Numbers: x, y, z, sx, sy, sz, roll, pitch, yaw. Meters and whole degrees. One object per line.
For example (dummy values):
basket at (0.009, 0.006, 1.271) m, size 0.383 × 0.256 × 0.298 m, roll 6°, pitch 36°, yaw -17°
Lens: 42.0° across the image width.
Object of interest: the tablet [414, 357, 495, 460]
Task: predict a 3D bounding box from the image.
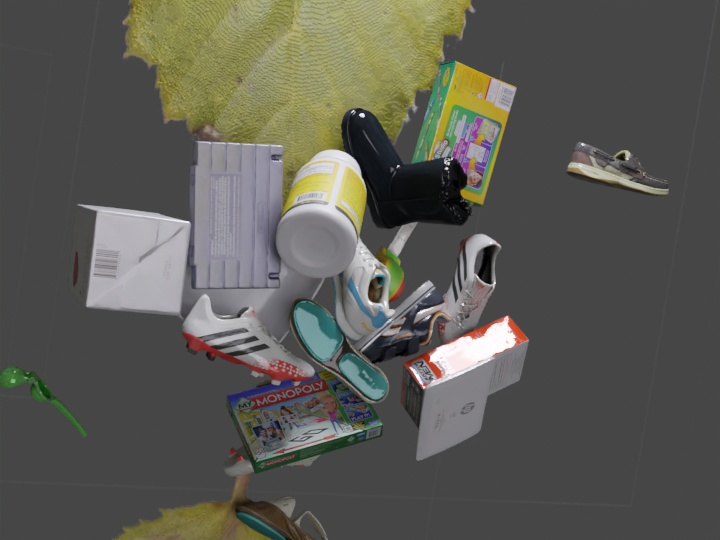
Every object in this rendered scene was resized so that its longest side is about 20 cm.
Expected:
tablet at (0.150, 0.223, 1.489) m, size 0.129 × 0.014 × 0.201 m, roll -21°, pitch 141°, yaw -21°

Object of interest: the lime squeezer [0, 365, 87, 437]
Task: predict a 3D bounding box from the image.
lime squeezer at (-0.456, 0.171, 1.275) m, size 0.199 × 0.038 × 0.071 m, roll 22°, pitch 87°, yaw -24°

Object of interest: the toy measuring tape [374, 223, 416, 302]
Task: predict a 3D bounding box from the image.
toy measuring tape at (0.054, -0.016, 1.455) m, size 0.073 × 0.073 × 0.201 m, roll 37°, pitch 81°, yaw -22°

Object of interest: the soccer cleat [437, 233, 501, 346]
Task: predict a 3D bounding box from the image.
soccer cleat at (0.176, 0.040, 1.504) m, size 0.068 × 0.085 × 0.201 m, roll 16°, pitch 89°, yaw -24°

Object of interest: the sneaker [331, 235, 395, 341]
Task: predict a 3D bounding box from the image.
sneaker at (0.000, 0.000, 1.389) m, size 0.076 × 0.080 × 0.201 m, roll 23°, pitch 47°, yaw -51°

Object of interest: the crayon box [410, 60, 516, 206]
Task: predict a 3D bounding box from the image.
crayon box at (0.159, -0.214, 1.485) m, size 0.118 × 0.058 × 0.201 m, roll 17°, pitch 89°, yaw -23°

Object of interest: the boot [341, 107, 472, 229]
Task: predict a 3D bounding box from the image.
boot at (0.072, -0.156, 1.389) m, size 0.076 × 0.167 × 0.201 m, roll -35°, pitch 113°, yaw -44°

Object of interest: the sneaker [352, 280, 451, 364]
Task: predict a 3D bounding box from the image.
sneaker at (0.059, 0.104, 1.458) m, size 0.200 × 0.078 × 0.080 m, roll -38°, pitch 86°, yaw -16°

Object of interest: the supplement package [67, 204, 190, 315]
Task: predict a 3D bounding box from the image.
supplement package at (-0.308, -0.018, 1.228) m, size 0.119 × 0.200 × 0.122 m, roll 6°, pitch 93°, yaw -24°

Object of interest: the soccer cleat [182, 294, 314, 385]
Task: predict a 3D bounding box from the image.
soccer cleat at (-0.147, 0.097, 1.297) m, size 0.199 × 0.069 × 0.086 m, roll 21°, pitch 92°, yaw -19°

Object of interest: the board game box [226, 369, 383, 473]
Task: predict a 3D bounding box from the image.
board game box at (-0.084, 0.216, 1.390) m, size 0.199 × 0.135 × 0.029 m, roll -13°, pitch 133°, yaw -22°

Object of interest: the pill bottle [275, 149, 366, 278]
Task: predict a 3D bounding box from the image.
pill bottle at (-0.050, -0.088, 1.329) m, size 0.112 × 0.201 × 0.113 m, roll 4°, pitch 125°, yaw 5°

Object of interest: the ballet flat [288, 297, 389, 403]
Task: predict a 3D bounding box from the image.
ballet flat at (-0.040, 0.123, 1.373) m, size 0.067 × 0.062 × 0.200 m, roll -44°, pitch 100°, yaw -18°

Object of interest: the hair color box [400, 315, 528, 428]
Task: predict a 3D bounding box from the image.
hair color box at (0.165, 0.162, 1.499) m, size 0.199 × 0.064 × 0.111 m, roll -23°, pitch 142°, yaw -21°

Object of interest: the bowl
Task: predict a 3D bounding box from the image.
bowl at (-0.175, 0.010, 1.358) m, size 0.200 × 0.075 × 0.200 m, roll 41°, pitch 79°, yaw -22°

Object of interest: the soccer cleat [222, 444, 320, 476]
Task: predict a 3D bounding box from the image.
soccer cleat at (-0.111, 0.273, 1.419) m, size 0.199 × 0.069 × 0.078 m, roll -24°, pitch 107°, yaw -22°

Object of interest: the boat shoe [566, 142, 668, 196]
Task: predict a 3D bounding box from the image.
boat shoe at (0.448, -0.173, 1.607) m, size 0.199 × 0.072 × 0.067 m, roll 10°, pitch 97°, yaw -19°

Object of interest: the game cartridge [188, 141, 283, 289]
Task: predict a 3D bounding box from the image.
game cartridge at (-0.173, -0.075, 1.295) m, size 0.129 × 0.038 × 0.202 m, roll 1°, pitch 95°, yaw -18°

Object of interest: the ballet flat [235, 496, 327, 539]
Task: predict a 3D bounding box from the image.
ballet flat at (-0.106, 0.395, 1.439) m, size 0.200 × 0.068 × 0.073 m, roll 43°, pitch 59°, yaw -21°
